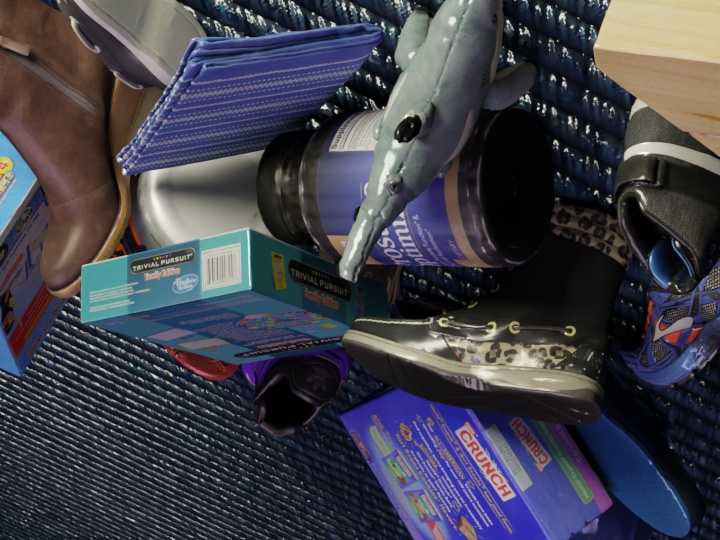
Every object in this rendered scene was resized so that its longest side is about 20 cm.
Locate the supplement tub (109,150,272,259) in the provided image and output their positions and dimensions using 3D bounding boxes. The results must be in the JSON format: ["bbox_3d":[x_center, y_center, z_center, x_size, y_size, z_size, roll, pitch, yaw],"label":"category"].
[{"bbox_3d":[-0.147,-0.032,1.196,0.122,0.123,0.200,29,153,-13],"label":"supplement tub"}]

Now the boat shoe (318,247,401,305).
[{"bbox_3d":[0.000,0.000,1.193,0.074,0.074,0.200,16,153,13],"label":"boat shoe"}]

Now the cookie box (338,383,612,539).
[{"bbox_3d":[0.091,0.158,1.208,0.172,0.075,0.200,58,150,0],"label":"cookie box"}]

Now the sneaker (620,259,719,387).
[{"bbox_3d":[0.244,0.022,1.062,0.078,0.075,0.200,39,150,1],"label":"sneaker"}]

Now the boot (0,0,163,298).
[{"bbox_3d":[-0.240,-0.097,1.053,0.072,0.201,0.166,6,164,45],"label":"boot"}]

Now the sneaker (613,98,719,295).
[{"bbox_3d":[0.239,-0.019,0.924,0.199,0.112,0.073,31,154,-17],"label":"sneaker"}]

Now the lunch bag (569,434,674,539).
[{"bbox_3d":[0.181,0.183,1.319,0.132,0.136,0.200,34,152,-22],"label":"lunch bag"}]

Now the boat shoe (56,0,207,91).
[{"bbox_3d":[-0.179,-0.191,0.989,0.060,0.074,0.200,-1,153,31],"label":"boat shoe"}]

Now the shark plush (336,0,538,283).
[{"bbox_3d":[0.027,-0.093,0.888,0.091,0.200,0.083,39,-178,5],"label":"shark plush"}]

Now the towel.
[{"bbox_3d":[-0.082,-0.121,1.010,0.144,0.024,0.200,-13,169,-27],"label":"towel"}]

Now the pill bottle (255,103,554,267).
[{"bbox_3d":[0.028,-0.059,1.018,0.199,0.112,0.112,1,147,36],"label":"pill bottle"}]

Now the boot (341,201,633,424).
[{"bbox_3d":[0.100,0.023,1.068,0.202,0.154,0.074,10,156,25],"label":"boot"}]

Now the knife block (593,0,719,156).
[{"bbox_3d":[0.254,-0.118,0.783,0.199,0.064,0.175,32,152,-17],"label":"knife block"}]

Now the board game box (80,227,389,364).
[{"bbox_3d":[-0.091,0.024,1.093,0.150,0.047,0.200,-11,163,28],"label":"board game box"}]

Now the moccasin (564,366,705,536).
[{"bbox_3d":[0.213,0.117,1.152,0.200,0.068,0.081,53,147,10],"label":"moccasin"}]

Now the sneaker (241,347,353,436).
[{"bbox_3d":[-0.070,0.098,1.259,0.069,0.100,0.200,28,158,-15],"label":"sneaker"}]

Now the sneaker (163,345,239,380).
[{"bbox_3d":[-0.175,0.028,1.355,0.200,0.078,0.116,53,170,14],"label":"sneaker"}]

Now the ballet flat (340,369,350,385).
[{"bbox_3d":[-0.085,0.068,1.391,0.069,0.071,0.200,-12,137,42],"label":"ballet flat"}]

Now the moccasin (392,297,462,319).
[{"bbox_3d":[0.113,0.076,1.240,0.199,0.081,0.068,11,147,20],"label":"moccasin"}]

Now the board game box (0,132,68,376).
[{"bbox_3d":[-0.270,-0.044,1.185,0.056,0.201,0.196,23,153,9],"label":"board game box"}]
